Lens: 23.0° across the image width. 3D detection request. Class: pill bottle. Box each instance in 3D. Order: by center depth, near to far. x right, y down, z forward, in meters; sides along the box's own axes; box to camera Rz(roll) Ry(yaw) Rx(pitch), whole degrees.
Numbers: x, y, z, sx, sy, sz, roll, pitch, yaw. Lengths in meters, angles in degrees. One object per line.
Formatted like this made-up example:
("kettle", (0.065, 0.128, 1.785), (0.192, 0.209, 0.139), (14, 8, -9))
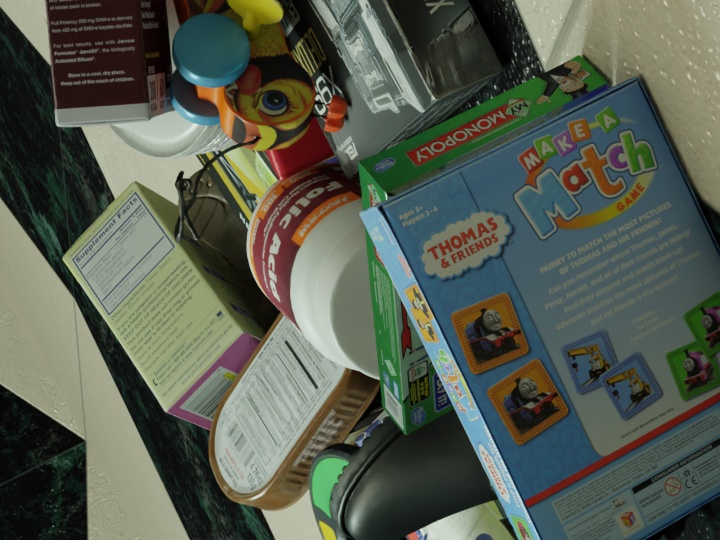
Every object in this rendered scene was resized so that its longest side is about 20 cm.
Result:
("pill bottle", (0.000, 0.000, 1.147), (0.114, 0.114, 0.200), (69, 170, -17))

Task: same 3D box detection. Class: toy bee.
("toy bee", (-0.066, -0.116, 1.099), (0.131, 0.109, 0.200), (167, 102, -80))

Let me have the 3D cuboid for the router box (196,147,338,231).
("router box", (-0.088, -0.111, 1.378), (0.200, 0.052, 0.157), (55, 160, 25))

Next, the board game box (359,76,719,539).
("board game box", (0.110, 0.028, 0.855), (0.200, 0.151, 0.037), (64, 163, -3))

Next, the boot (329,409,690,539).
("boot", (0.088, 0.138, 1.048), (0.076, 0.200, 0.168), (25, -157, -52))

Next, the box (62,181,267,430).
("box", (-0.132, 0.045, 1.530), (0.200, 0.097, 0.176), (52, -168, 34))

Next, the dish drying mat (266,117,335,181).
("dish drying mat", (-0.060, -0.166, 1.181), (0.200, 0.077, 0.018), (67, 167, -13))

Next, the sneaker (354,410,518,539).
("sneaker", (0.063, 0.187, 1.168), (0.199, 0.115, 0.081), (39, 180, 4))

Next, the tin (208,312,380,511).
("tin", (-0.051, 0.100, 1.392), (0.200, 0.042, 0.112), (-56, 48, 19))

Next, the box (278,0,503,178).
("box", (0.001, -0.154, 1.069), (0.158, 0.050, 0.200), (64, 163, 2))

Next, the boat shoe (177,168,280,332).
("boat shoe", (-0.069, -0.005, 1.476), (0.200, 0.072, 0.068), (50, -167, 15))

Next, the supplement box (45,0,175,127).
("supplement box", (-0.157, -0.192, 1.084), (0.109, 0.061, 0.200), (-75, -20, -81))

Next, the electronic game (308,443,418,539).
("electronic game", (0.025, 0.217, 1.307), (0.200, 0.042, 0.200), (44, 151, 33))

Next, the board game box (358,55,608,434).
("board game box", (0.068, -0.009, 0.950), (0.029, 0.135, 0.200), (51, 159, 36))

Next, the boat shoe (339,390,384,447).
("boat shoe", (0.010, 0.124, 1.416), (0.200, 0.072, 0.065), (137, 137, -64))

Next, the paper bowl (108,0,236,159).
("paper bowl", (-0.147, -0.179, 1.262), (0.201, 0.104, 0.201), (18, 114, 47))
